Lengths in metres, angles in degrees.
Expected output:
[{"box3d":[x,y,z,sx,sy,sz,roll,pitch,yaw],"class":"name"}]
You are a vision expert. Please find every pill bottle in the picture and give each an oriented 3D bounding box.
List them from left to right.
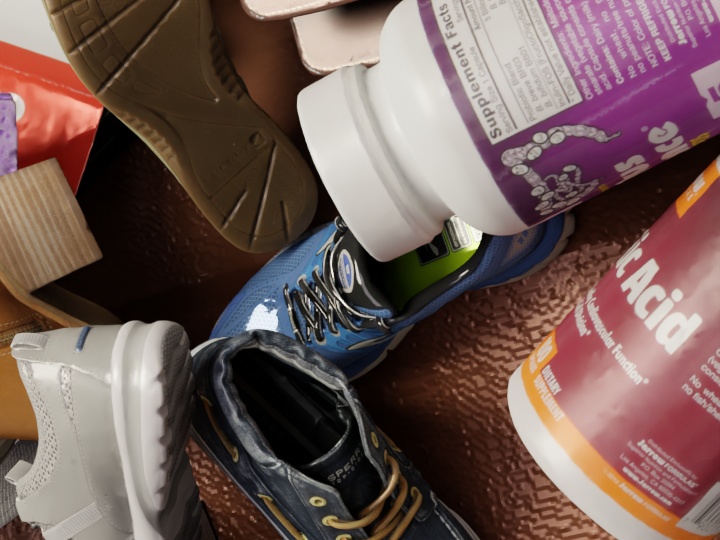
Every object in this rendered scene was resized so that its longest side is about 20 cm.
[{"box3d":[0.079,-0.083,0.908,0.199,0.112,0.113,-26,79,13],"class":"pill bottle"},{"box3d":[0.166,0.019,0.923,0.114,0.114,0.200,48,110,18],"class":"pill bottle"}]

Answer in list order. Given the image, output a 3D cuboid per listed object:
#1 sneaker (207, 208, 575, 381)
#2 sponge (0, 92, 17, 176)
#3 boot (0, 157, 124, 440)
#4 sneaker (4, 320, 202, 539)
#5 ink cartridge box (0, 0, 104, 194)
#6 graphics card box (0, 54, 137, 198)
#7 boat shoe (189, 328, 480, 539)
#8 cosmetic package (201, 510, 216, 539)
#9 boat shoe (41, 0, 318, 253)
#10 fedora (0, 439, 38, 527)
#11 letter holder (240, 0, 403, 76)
[{"box3d":[0.000,0.000,1.021,0.200,0.089,0.079,-32,77,26],"class":"sneaker"},{"box3d":[-0.261,-0.028,1.023,0.199,0.030,0.112,-1,105,-11],"class":"sponge"},{"box3d":[-0.173,0.062,1.008,0.155,0.077,0.201,-26,116,-6],"class":"boot"},{"box3d":[-0.118,0.105,0.978,0.082,0.075,0.201,8,118,9],"class":"sneaker"},{"box3d":[-0.193,-0.141,1.083,0.162,0.050,0.201,20,93,24],"class":"ink cartridge box"},{"box3d":[-0.181,-0.145,1.134,0.125,0.051,0.200,-41,74,21],"class":"graphics card box"},{"box3d":[-0.003,0.106,0.985,0.200,0.091,0.071,42,75,-6],"class":"boat shoe"},{"box3d":[-0.171,0.182,1.114,0.199,0.082,0.051,-28,78,25],"class":"cosmetic package"},{"box3d":[-0.095,-0.095,1.030,0.073,0.063,0.200,-34,113,-7],"class":"boat shoe"},{"box3d":[-0.219,0.054,1.131,0.199,0.090,0.178,-15,85,19],"class":"fedora"},{"box3d":[0.050,-0.151,0.990,0.199,0.100,0.143,-19,84,26],"class":"letter holder"}]
